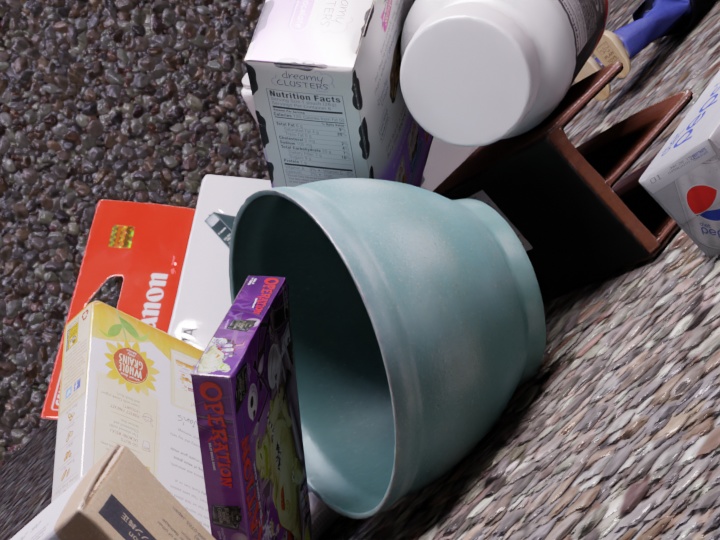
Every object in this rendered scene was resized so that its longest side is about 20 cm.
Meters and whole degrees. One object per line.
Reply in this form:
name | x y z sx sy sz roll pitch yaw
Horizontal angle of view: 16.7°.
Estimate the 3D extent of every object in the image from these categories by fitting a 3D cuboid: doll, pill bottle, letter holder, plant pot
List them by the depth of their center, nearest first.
plant pot | 0.026 0.032 1.464 0.133 0.202 0.200 -18 -4 -25
pill bottle | 0.087 -0.147 1.536 0.111 0.111 0.200 -41 5 26
letter holder | 0.150 -0.070 1.589 0.142 0.101 0.200 -46 8 -24
doll | 0.256 -0.219 2.000 0.200 0.048 0.137 -42 -4 -32

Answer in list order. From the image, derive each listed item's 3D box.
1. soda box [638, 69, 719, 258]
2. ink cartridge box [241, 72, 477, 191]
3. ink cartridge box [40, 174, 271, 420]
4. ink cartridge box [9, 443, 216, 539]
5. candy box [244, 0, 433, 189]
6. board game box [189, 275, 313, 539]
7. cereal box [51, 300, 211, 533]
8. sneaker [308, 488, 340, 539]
soda box | 0.240 -0.100 1.398 0.200 0.063 0.068 -50 10 -36
ink cartridge box | 0.014 -0.101 1.814 0.083 0.201 0.146 -2 41 37
ink cartridge box | -0.120 0.020 1.706 0.044 0.172 0.201 87 -170 -52
ink cartridge box | -0.148 0.221 1.365 0.200 0.165 0.075 -41 9 29
candy box | -0.006 -0.119 1.550 0.201 0.071 0.169 79 -158 -49
board game box | -0.060 0.119 1.424 0.032 0.201 0.120 4 29 18
cereal box | -0.121 0.130 1.510 0.039 0.143 0.201 -37 38 36
sneaker | -0.068 0.151 1.613 0.075 0.082 0.200 -47 8 -17
